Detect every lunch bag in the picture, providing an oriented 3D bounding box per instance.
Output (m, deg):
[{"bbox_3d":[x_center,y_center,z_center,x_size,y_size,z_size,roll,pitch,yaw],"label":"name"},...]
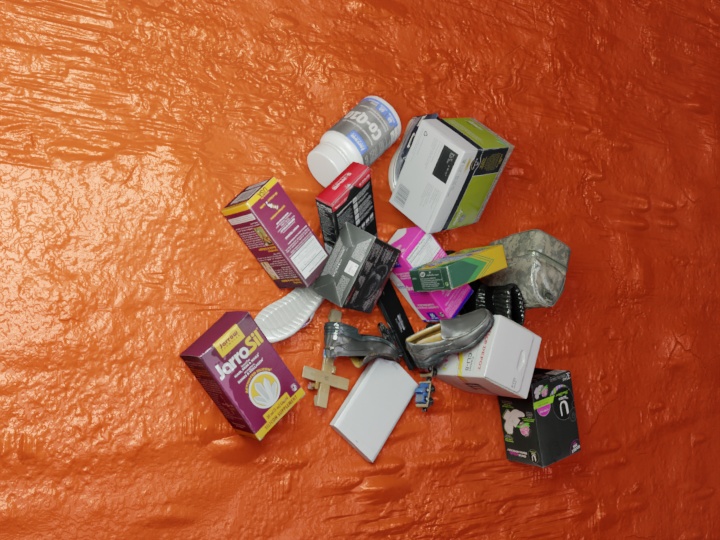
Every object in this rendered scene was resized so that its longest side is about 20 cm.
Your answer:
[{"bbox_3d":[0.385,0.015,1.799,0.138,0.199,0.170,28,68,-28],"label":"lunch bag"}]

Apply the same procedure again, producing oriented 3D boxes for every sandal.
[{"bbox_3d":[-0.132,0.087,1.508,0.202,0.082,0.050,-39,152,-32],"label":"sandal"}]

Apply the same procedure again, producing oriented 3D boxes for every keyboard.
[{"bbox_3d":[0.070,0.125,1.672,0.104,0.039,0.202,-44,112,-54],"label":"keyboard"}]

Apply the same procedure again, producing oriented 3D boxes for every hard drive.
[{"bbox_3d":[0.033,0.288,1.630,0.132,0.026,0.201,47,63,-24],"label":"hard drive"}]

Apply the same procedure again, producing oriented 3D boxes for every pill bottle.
[{"bbox_3d":[-0.014,-0.264,1.580,0.200,0.113,0.114,-47,112,-28],"label":"pill bottle"}]

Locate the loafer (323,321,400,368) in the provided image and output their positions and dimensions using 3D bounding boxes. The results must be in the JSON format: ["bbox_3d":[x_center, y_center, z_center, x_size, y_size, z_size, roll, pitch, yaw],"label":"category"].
[{"bbox_3d":[-0.001,0.165,1.565,0.198,0.072,0.074,21,72,-35],"label":"loafer"}]

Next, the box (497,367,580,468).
[{"bbox_3d":[0.435,0.355,1.853,0.147,0.124,0.204,-10,93,-34],"label":"box"}]

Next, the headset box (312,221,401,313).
[{"bbox_3d":[0.000,0.000,1.523,0.151,0.076,0.200,-63,161,3],"label":"headset box"}]

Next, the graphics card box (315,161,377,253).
[{"bbox_3d":[-0.024,-0.105,1.538,0.126,0.050,0.202,-47,148,-28],"label":"graphics card box"}]

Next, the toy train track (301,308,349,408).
[{"bbox_3d":[-0.071,0.181,1.561,0.114,0.032,0.203,22,67,-32],"label":"toy train track"}]

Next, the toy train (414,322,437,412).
[{"bbox_3d":[0.150,0.213,1.693,0.046,0.034,0.203,30,60,-43],"label":"toy train"}]

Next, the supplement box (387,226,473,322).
[{"bbox_3d":[0.142,0.010,1.681,0.104,0.101,0.201,-49,113,-27],"label":"supplement box"}]

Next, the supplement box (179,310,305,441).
[{"bbox_3d":[-0.217,0.193,1.411,0.131,0.103,0.201,-43,110,-28],"label":"supplement box"}]

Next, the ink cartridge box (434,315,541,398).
[{"bbox_3d":[0.276,0.190,1.704,0.143,0.199,0.148,27,72,-31],"label":"ink cartridge box"}]

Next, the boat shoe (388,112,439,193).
[{"bbox_3d":[0.129,-0.262,1.694,0.074,0.092,0.203,25,73,-31],"label":"boat shoe"}]

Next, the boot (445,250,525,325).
[{"bbox_3d":[0.281,0.041,1.743,0.079,0.157,0.213,-42,110,-29],"label":"boot"}]

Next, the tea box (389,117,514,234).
[{"bbox_3d":[0.197,-0.209,1.641,0.195,0.133,0.202,-12,135,-46],"label":"tea box"}]

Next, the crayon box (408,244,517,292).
[{"bbox_3d":[0.216,-0.009,1.596,0.198,0.125,0.052,-19,97,-35],"label":"crayon box"}]

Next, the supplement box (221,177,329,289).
[{"bbox_3d":[-0.160,-0.067,1.463,0.086,0.110,0.201,-47,113,-29],"label":"supplement box"}]

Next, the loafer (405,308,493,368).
[{"bbox_3d":[0.189,0.135,1.618,0.198,0.073,0.073,-32,123,10],"label":"loafer"}]
